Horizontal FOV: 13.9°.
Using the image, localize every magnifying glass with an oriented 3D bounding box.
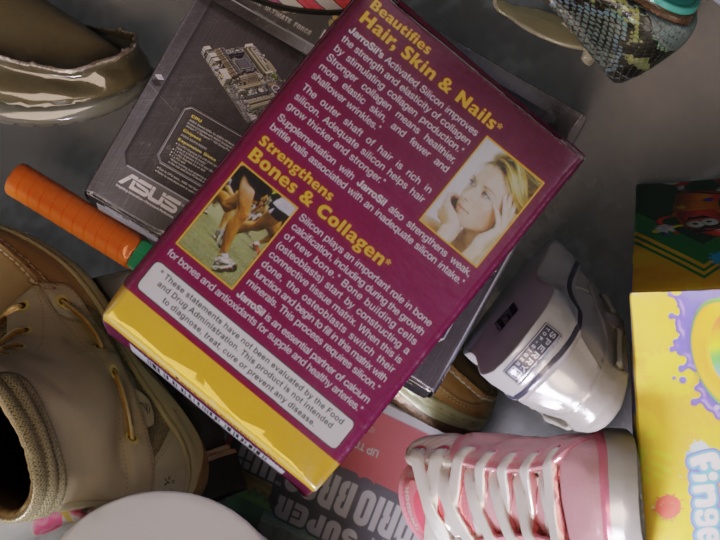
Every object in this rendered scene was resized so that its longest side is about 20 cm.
[{"bbox_3d":[-0.094,0.004,1.480,0.200,0.080,0.022,33,90,18],"label":"magnifying glass"}]

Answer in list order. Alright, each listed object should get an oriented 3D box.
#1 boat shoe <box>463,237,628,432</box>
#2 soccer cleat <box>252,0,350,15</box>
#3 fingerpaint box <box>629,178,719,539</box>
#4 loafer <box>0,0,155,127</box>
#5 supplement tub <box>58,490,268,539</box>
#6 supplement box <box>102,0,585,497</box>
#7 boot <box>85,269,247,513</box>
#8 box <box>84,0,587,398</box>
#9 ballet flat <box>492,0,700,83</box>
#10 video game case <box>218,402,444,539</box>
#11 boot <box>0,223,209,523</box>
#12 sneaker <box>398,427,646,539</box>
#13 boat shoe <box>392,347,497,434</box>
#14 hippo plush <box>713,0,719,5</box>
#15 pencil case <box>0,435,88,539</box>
[{"bbox_3d":[0.097,0.035,1.422,0.066,0.200,0.072,40,93,-5],"label":"boat shoe"},{"bbox_3d":[-0.064,-0.178,1.404,0.199,0.073,0.069,21,75,-1],"label":"soccer cleat"},{"bbox_3d":[0.169,0.075,1.436,0.073,0.167,0.201,-3,109,7],"label":"fingerpaint box"},{"bbox_3d":[-0.200,-0.124,1.491,0.199,0.075,0.070,11,115,7],"label":"loafer"},{"bbox_3d":[-0.086,0.200,1.447,0.139,0.200,0.141,-2,65,4],"label":"supplement tub"},{"bbox_3d":[-0.010,-0.012,1.376,0.131,0.103,0.200,40,84,2],"label":"supplement box"},{"bbox_3d":[-0.160,0.079,1.569,0.199,0.077,0.139,-20,85,26],"label":"boot"},{"bbox_3d":[-0.013,-0.054,1.456,0.199,0.048,0.159,29,83,0],"label":"box"},{"bbox_3d":[0.070,-0.160,1.432,0.200,0.074,0.074,38,112,-1],"label":"ballet flat"},{"bbox_3d":[-0.027,0.154,1.553,0.142,0.017,0.201,25,103,15],"label":"video game case"},{"bbox_3d":[-0.180,0.048,1.453,0.073,0.155,0.200,-49,67,20],"label":"boot"},{"bbox_3d":[0.075,0.115,1.416,0.104,0.200,0.076,-5,90,-7],"label":"sneaker"},{"bbox_3d":[0.000,0.000,1.502,0.200,0.072,0.076,40,98,-5],"label":"boat shoe"},{"bbox_3d":[0.197,-0.184,1.347,0.199,0.160,0.162,-9,120,-6],"label":"hippo plush"},{"bbox_3d":[-0.211,0.106,1.509,0.200,0.090,0.083,50,144,32],"label":"pencil case"}]
